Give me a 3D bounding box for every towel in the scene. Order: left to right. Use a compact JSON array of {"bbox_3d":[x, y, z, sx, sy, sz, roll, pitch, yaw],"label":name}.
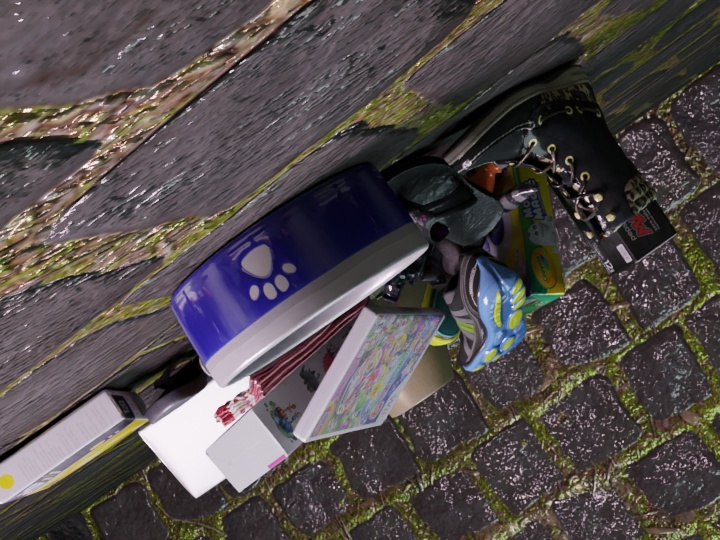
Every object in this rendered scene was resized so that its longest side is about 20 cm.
[{"bbox_3d":[-0.072,0.089,1.114,0.144,0.023,0.200,-40,179,-25],"label":"towel"}]

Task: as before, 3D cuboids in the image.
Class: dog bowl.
[{"bbox_3d":[-0.048,0.005,0.889,0.199,0.079,0.200,-35,176,-3],"label":"dog bowl"}]

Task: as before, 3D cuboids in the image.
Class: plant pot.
[{"bbox_3d":[0.026,0.071,1.401,0.186,0.201,0.187,-34,176,-3],"label":"plant pot"}]

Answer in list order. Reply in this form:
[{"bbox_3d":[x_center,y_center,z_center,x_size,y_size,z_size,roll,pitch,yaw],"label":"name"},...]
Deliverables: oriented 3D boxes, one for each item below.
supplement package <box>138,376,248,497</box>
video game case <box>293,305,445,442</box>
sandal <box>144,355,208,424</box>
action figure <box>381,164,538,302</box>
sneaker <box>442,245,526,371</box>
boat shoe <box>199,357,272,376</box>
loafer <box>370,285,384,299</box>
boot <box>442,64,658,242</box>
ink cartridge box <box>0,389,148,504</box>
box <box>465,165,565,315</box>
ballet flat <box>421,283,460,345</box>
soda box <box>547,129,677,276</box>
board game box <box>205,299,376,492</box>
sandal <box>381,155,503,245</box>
[{"bbox_3d":[-0.159,0.165,1.414,0.199,0.118,0.117,-35,-163,12],"label":"supplement package"},{"bbox_3d":[0.014,0.101,1.143,0.144,0.018,0.200,-61,159,10],"label":"video game case"},{"bbox_3d":[-0.208,0.123,1.290,0.076,0.043,0.200,-35,-173,7],"label":"sandal"},{"bbox_3d":[0.102,-0.036,1.193,0.201,0.104,0.194,-62,177,-40],"label":"action figure"},{"bbox_3d":[0.130,0.040,1.201,0.070,0.083,0.200,-29,151,-14],"label":"sneaker"},{"bbox_3d":[-0.117,0.071,1.227,0.062,0.072,0.200,-33,-178,32],"label":"boat shoe"},{"bbox_3d":[0.000,0.000,1.284,0.199,0.076,0.070,-23,170,-38],"label":"loafer"},{"bbox_3d":[0.180,-0.093,1.029,0.203,0.155,0.073,-31,175,-40],"label":"boot"},{"bbox_3d":[-0.323,0.197,1.188,0.199,0.047,0.198,-36,177,-6],"label":"ink cartridge box"},{"bbox_3d":[0.167,-0.057,1.249,0.048,0.203,0.117,0,165,-19],"label":"box"},{"bbox_3d":[0.108,-0.005,1.318,0.067,0.066,0.202,143,-32,-68],"label":"ballet flat"},{"bbox_3d":[0.258,-0.100,1.249,0.070,0.201,0.063,-32,176,-21],"label":"soda box"},{"bbox_3d":[-0.059,0.134,1.213,0.200,0.064,0.147,-43,180,-36],"label":"board game box"},{"bbox_3d":[0.079,-0.055,1.030,0.076,0.048,0.199,-50,148,20],"label":"sandal"}]
